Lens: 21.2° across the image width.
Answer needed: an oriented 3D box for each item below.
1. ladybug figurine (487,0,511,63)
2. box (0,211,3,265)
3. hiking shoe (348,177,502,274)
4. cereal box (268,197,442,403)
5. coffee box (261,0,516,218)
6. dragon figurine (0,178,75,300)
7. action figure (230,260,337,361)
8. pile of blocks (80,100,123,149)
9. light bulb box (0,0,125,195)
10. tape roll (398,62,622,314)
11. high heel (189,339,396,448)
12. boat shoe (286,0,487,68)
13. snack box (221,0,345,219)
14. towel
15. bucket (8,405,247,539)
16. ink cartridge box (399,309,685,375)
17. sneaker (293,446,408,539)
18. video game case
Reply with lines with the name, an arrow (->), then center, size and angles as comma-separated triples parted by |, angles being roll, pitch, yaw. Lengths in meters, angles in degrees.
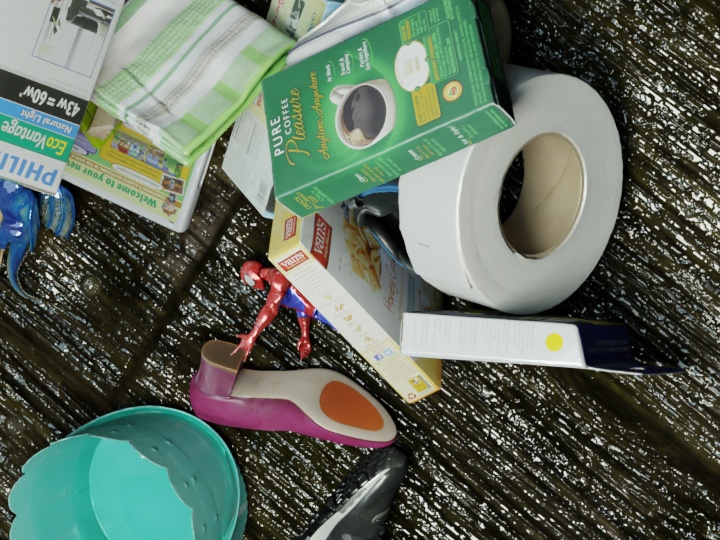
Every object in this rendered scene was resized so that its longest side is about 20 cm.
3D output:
ladybug figurine -> 0.056, -0.176, 1.659 | 0.136, 0.072, 0.200 | 47, 114, 6
box -> -0.448, -0.021, 1.914 | 0.200, 0.021, 0.164 | 20, 108, 16
hiking shoe -> 0.066, -0.018, 1.655 | 0.200, 0.087, 0.074 | 37, 134, -18
cereal box -> 0.000, 0.000, 1.636 | 0.039, 0.144, 0.200 | -27, 125, 24
coffee box -> 0.018, -0.133, 1.526 | 0.200, 0.044, 0.123 | -24, 57, 22
dragon figurine -> -0.309, -0.053, 1.814 | 0.099, 0.059, 0.200 | 8, 112, 33
action figure -> -0.033, 0.063, 1.748 | 0.200, 0.065, 0.099 | 30, 99, 12
pile of blocks -> -0.195, -0.141, 1.739 | 0.200, 0.082, 0.062 | -3, 141, 25
light bulb box -> -0.330, -0.194, 1.706 | 0.198, 0.125, 0.200 | 22, 93, 50
tape roll -> 0.125, -0.067, 1.583 | 0.071, 0.202, 0.203 | 18, 110, 45
high heel -> -0.064, 0.133, 1.796 | 0.200, 0.067, 0.096 | 25, 139, 10
boat shoe -> 0.023, -0.223, 1.585 | 0.200, 0.072, 0.066 | -28, 74, 17
snack box -> -0.062, -0.157, 1.691 | 0.037, 0.116, 0.200 | 8, 111, -27
towel -> -0.160, -0.186, 1.684 | 0.149, 0.031, 0.200 | -49, 48, -7
bucket -> -0.211, 0.230, 1.817 | 0.207, 0.135, 0.207 | 5, 105, 20
ink cartridge box -> 0.156, 0.058, 1.604 | 0.200, 0.198, 0.047 | 2, 89, 19
sneaker -> 0.000, 0.249, 1.787 | 0.088, 0.076, 0.200 | 36, 116, -6
video game case -> -0.223, -0.156, 1.799 | 0.200, 0.022, 0.182 | 25, 109, 14
